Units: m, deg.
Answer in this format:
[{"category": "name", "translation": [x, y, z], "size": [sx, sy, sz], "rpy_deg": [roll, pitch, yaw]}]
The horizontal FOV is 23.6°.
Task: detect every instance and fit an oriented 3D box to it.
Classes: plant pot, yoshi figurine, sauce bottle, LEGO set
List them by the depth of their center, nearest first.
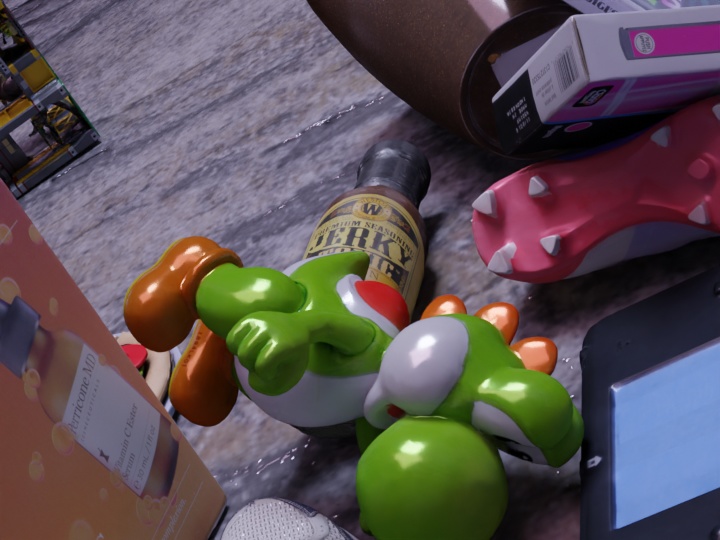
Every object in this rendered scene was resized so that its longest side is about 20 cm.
[{"category": "yoshi figurine", "translation": [-0.009, 0.060, 0.714], "size": [0.199, 0.113, 0.112], "rpy_deg": [15, 16, 32]}, {"category": "sauce bottle", "translation": [0.000, 0.000, 0.879], "size": [0.064, 0.065, 0.201], "rpy_deg": [-20, 29, 23]}, {"category": "plant pot", "translation": [0.071, -0.155, 0.973], "size": [0.186, 0.187, 0.201], "rpy_deg": [-30, 38, 5]}, {"category": "LEGO set", "translation": [-0.308, -0.148, 1.376], "size": [0.116, 0.200, 0.154], "rpy_deg": [-36, 46, -5]}]

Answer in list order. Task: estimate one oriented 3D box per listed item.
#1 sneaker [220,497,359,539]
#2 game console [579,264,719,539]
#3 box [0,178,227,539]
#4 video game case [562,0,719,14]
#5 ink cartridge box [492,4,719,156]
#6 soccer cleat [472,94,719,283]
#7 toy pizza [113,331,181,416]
[{"category": "sneaker", "translation": [-0.030, 0.132, 0.653], "size": [0.077, 0.086, 0.200], "rpy_deg": [-31, 25, 3]}, {"category": "game console", "translation": [0.161, 0.048, 0.649], "size": [0.176, 0.031, 0.201], "rpy_deg": [-22, 27, 20]}, {"category": "box", "translation": [-0.172, 0.090, 0.756], "size": [0.106, 0.201, 0.153], "rpy_deg": [-16, 30, 30]}, {"category": "video game case", "translation": [0.147, -0.179, 0.914], "size": [0.023, 0.181, 0.201], "rpy_deg": [-54, 10, 37]}, {"category": "ink cartridge box", "translation": [0.167, -0.090, 0.779], "size": [0.198, 0.037, 0.095], "rpy_deg": [-9, -13, -19]}, {"category": "soccer cleat", "translation": [0.144, -0.037, 0.780], "size": [0.199, 0.067, 0.076], "rpy_deg": [-15, -4, 29]}, {"category": "toy pizza", "translation": [-0.188, 0.095, 0.963], "size": [0.199, 0.032, 0.201], "rpy_deg": [-26, 26, 14]}]
